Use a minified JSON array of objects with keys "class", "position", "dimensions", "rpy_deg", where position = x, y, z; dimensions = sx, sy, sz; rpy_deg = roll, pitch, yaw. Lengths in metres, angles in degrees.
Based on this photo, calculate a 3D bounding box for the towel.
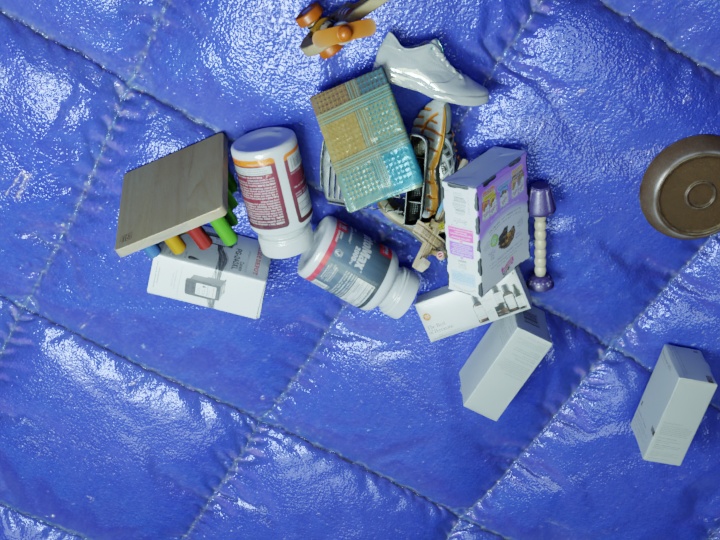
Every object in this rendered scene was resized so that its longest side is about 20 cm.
[{"class":"towel","position":[0.010,-0.210,1.598],"dimensions":[0.145,0.022,0.202],"rpy_deg":[-17,96,26]}]

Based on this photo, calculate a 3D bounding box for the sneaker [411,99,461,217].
[{"class":"sneaker","position":[0.134,-0.192,1.665],"dimensions":[0.077,0.078,0.202],"rpy_deg":[-10,117,-29]}]

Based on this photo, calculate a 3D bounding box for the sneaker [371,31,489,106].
[{"class":"sneaker","position":[0.123,-0.327,1.587],"dimensions":[0.198,0.075,0.089],"rpy_deg":[16,107,-7]}]

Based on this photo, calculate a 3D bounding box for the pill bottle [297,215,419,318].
[{"class":"pill bottle","position":[0.000,0.000,1.741],"dimensions":[0.199,0.120,0.120],"rpy_deg":[29,116,-15]}]

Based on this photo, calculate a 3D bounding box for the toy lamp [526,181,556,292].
[{"class":"toy lamp","position":[0.317,-0.060,1.740],"dimensions":[0.057,0.058,0.202],"rpy_deg":[-3,120,2]}]

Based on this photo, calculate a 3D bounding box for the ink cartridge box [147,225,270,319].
[{"class":"ink cartridge box","position":[-0.258,-0.005,1.726],"dimensions":[0.198,0.146,0.084],"rpy_deg":[14,118,-7]}]

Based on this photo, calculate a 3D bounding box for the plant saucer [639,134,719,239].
[{"class":"plant saucer","position":[0.587,-0.136,1.707],"dimensions":[0.198,0.035,0.202],"rpy_deg":[0,120,0]}]

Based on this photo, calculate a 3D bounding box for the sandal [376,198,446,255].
[{"class":"sandal","position":[0.117,-0.081,1.723],"dimensions":[0.199,0.080,0.054],"rpy_deg":[35,107,-12]}]

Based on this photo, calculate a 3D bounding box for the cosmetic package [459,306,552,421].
[{"class":"cosmetic package","position":[0.267,0.166,1.837],"dimensions":[0.080,0.113,0.201],"rpy_deg":[23,119,-12]}]

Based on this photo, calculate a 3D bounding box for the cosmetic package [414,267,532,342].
[{"class":"cosmetic package","position":[0.205,0.057,1.790],"dimensions":[0.198,0.051,0.083],"rpy_deg":[-21,101,19]}]

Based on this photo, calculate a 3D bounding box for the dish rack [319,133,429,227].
[{"class":"dish rack","position":[0.020,-0.165,1.647],"dimensions":[0.198,0.055,0.155],"rpy_deg":[10,109,18]}]

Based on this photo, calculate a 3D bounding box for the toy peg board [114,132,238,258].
[{"class":"toy peg board","position":[-0.295,-0.103,1.653],"dimensions":[0.197,0.201,0.098],"rpy_deg":[-21,132,12]}]

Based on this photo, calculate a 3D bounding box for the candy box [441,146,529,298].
[{"class":"candy box","position":[0.214,-0.083,1.653],"dimensions":[0.071,0.167,0.202],"rpy_deg":[15,124,35]}]

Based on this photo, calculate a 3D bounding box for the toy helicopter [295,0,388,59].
[{"class":"toy helicopter","position":[-0.010,-0.393,1.511],"dimensions":[0.199,0.133,0.079],"rpy_deg":[-30,115,17]}]

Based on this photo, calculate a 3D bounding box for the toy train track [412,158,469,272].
[{"class":"toy train track","position":[0.145,-0.089,1.643],"dimensions":[0.114,0.032,0.202],"rpy_deg":[31,83,-56]}]

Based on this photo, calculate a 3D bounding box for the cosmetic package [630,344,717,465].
[{"class":"cosmetic package","position":[0.595,0.257,1.876],"dimensions":[0.080,0.113,0.202],"rpy_deg":[9,118,-5]}]

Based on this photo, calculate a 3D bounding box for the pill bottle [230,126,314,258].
[{"class":"pill bottle","position":[-0.144,-0.131,1.672],"dimensions":[0.113,0.115,0.202],"rpy_deg":[-8,119,5]}]
